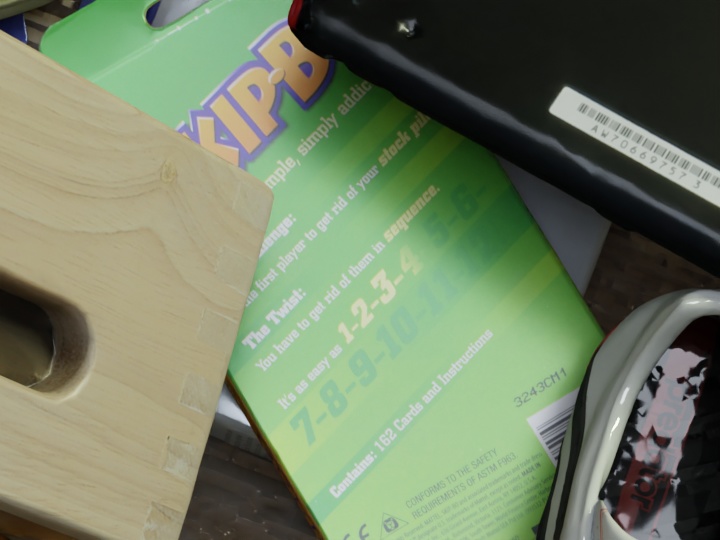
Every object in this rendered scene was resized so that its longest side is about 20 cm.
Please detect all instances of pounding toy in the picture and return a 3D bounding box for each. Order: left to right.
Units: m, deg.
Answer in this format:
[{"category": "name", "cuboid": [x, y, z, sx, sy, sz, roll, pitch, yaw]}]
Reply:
[{"category": "pounding toy", "cuboid": [-0.119, 0.024, 0.710, 0.184, 0.200, 0.143, 4, 73, 42]}]

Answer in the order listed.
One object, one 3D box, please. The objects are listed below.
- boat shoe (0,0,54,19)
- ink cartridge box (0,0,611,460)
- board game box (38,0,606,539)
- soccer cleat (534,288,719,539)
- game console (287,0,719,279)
[{"category": "boat shoe", "cuboid": [-0.155, -0.111, 0.807, 0.200, 0.063, 0.073, 1, 74, 2]}, {"category": "ink cartridge box", "cuboid": [-0.020, -0.050, 0.828, 0.199, 0.043, 0.197, 22, 78, -2]}, {"category": "board game box", "cuboid": [0.000, 0.000, 0.785, 0.095, 0.030, 0.200, -30, 87, -9]}, {"category": "soccer cleat", "cuboid": [0.065, 0.098, 0.718, 0.068, 0.085, 0.201, 16, 78, 1]}, {"category": "game console", "cuboid": [0.106, -0.077, 0.746, 0.200, 0.031, 0.177, 29, 65, 10]}]
